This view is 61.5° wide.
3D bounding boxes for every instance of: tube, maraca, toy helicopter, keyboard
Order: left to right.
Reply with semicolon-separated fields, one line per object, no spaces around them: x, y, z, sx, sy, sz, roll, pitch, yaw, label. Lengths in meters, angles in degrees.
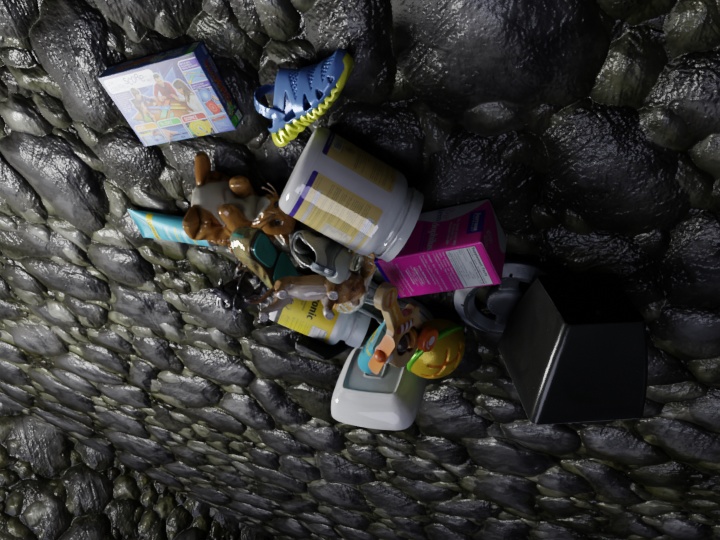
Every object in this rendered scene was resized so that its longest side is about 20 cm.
-0.377;-0.086;1.224;0.196;0.051;0.079;8;133;22;tube
-0.082;0.160;1.288;0.103;0.199;0.040;26;101;16;keyboard
0.031;0.153;1.201;0.050;0.078;0.201;24;154;4;tube
0.056;0.100;1.048;0.078;0.133;0.202;26;153;36;toy helicopter
0.155;0.158;1.209;0.136;0.108;0.200;-37;159;8;maraca

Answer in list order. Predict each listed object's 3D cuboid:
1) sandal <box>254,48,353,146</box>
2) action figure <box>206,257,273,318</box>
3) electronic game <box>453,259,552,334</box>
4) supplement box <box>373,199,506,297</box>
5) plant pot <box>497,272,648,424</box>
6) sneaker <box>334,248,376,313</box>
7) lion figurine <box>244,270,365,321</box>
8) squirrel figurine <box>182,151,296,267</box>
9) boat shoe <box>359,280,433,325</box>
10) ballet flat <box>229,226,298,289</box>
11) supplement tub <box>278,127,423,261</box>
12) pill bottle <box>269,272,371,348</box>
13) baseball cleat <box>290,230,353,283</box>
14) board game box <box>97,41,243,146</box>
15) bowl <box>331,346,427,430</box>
-0.089;-0.258;0.876;0.087;0.080;0.198;42;135;-21;sandal
-0.224;0.038;1.172;0.116;0.202;0.104;6;125;3;action figure
0.271;0.053;1.117;0.195;0.042;0.202;5;138;5;electronic game
0.136;-0.033;1.024;0.196;0.102;0.104;-9;134;30;supplement box
0.364;0.115;1.018;0.195;0.201;0.181;-1;123;-6;plant pot
0.000;0.000;1.125;0.075;0.088;0.201;32;134;1;sneaker
-0.088;0.033;1.022;0.195;0.123;0.074;6;114;-2;lion figurine
-0.203;-0.096;1.092;0.182;0.144;0.201;6;155;0;squirrel figurine
0.055;0.085;1.224;0.197;0.068;0.074;25;142;-8;boat shoe
-0.166;-0.016;1.046;0.069;0.072;0.201;3;156;18;ballet flat
-0.014;-0.115;0.954;0.197;0.147;0.146;28;141;-12;supplement tub
-0.081;0.085;1.245;0.197;0.113;0.112;23;142;-6;pill bottle
-0.068;-0.054;1.019;0.105;0.201;0.071;24;108;-23;baseball cleat
-0.304;-0.277;0.970;0.196;0.035;0.137;-3;136;25;board game box
0.039;0.241;1.319;0.196;0.201;0.076;4;129;19;bowl
